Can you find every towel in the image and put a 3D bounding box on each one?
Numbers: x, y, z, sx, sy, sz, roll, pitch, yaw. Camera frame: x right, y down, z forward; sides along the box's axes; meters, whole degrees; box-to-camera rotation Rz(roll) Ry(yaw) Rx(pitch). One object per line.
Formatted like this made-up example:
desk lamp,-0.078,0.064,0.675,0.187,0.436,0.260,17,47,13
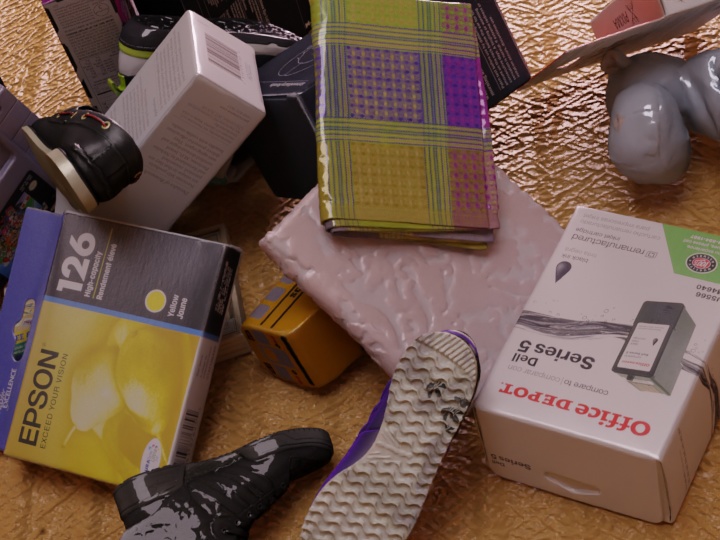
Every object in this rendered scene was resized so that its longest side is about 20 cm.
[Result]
towel,0.031,-0.114,1.318,0.143,0.023,0.201,2,72,-20
towel,0.051,-0.012,1.322,0.200,0.032,0.191,43,63,-2

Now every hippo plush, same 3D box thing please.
hippo plush,0.268,-0.149,1.364,0.160,0.160,0.201,-1,50,15

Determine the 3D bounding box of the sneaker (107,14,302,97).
sneaker,-0.126,-0.172,1.493,0.199,0.083,0.072,0,21,-31

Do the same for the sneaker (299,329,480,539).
sneaker,0.030,0.129,1.236,0.069,0.100,0.200,32,101,4

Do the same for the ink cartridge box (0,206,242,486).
ink cartridge box,-0.207,0.058,1.340,0.199,0.047,0.198,11,85,19

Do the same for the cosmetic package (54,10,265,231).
cosmetic package,-0.166,-0.100,1.412,0.200,0.071,0.102,-46,32,25

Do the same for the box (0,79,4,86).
box,-0.372,-0.104,1.482,0.148,0.200,0.107,-40,51,-20

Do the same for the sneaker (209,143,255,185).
sneaker,-0.148,-0.100,1.510,0.199,0.075,0.089,-24,52,-7

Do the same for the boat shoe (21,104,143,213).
boat shoe,-0.217,-0.090,1.351,0.063,0.074,0.201,-37,19,-12

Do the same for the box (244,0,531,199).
box,0.012,-0.153,1.438,0.200,0.107,0.148,-36,21,-20

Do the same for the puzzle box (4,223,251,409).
puzzle box,-0.194,0.040,1.429,0.199,0.025,0.133,-17,46,2

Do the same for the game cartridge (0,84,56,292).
game cartridge,-0.322,-0.043,1.440,0.038,0.130,0.200,25,78,38

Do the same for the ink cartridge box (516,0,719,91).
ink cartridge box,0.219,-0.206,1.414,0.173,0.200,0.044,-18,89,-7

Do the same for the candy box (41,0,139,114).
candy box,-0.226,-0.212,1.542,0.061,0.200,0.137,-17,48,2

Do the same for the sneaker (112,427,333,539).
sneaker,-0.102,0.187,1.247,0.199,0.060,0.105,-14,66,-17

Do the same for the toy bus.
toy bus,0.000,0.000,1.372,0.078,0.065,0.200,11,52,45

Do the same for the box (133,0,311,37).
box,-0.130,-0.262,1.558,0.079,0.200,0.141,25,60,34

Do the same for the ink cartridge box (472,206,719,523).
ink cartridge box,0.189,0.064,1.250,0.145,0.084,0.200,14,55,26
